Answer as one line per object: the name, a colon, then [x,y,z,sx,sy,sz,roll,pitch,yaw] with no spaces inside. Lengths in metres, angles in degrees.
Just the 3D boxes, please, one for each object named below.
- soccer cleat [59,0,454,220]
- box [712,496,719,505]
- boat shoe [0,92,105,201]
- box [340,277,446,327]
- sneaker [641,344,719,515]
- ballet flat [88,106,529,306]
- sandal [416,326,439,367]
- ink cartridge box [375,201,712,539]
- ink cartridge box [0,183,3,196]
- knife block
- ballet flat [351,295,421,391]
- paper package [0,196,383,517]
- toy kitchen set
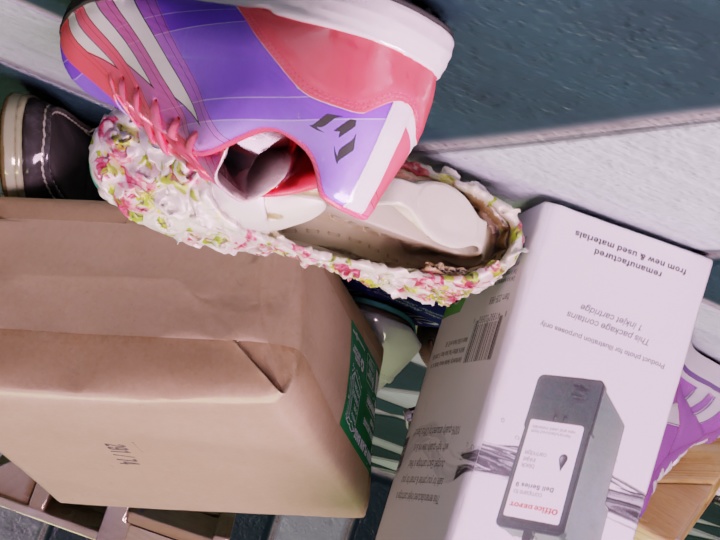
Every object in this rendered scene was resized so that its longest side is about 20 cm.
soccer cleat: [-0.051,-0.061,0.679,0.068,0.073,0.200,25,169,-39]
box: [0.232,0.128,1.377,0.198,0.050,0.200,18,172,6]
boat shoe: [-0.135,-0.040,1.025,0.066,0.072,0.201,-1,161,9]
box: [0.000,0.000,1.103,0.121,0.032,0.200,23,171,-29]
sneaker: [0.155,0.094,1.099,0.073,0.114,0.200,12,171,30]
ballet flat: [-0.013,-0.034,0.804,0.200,0.076,0.064,13,169,-34]
sandal: [0.064,0.048,1.181,0.080,0.057,0.201,25,169,-38]
ink cartridge box: [0.074,0.082,0.892,0.084,0.200,0.146,19,172,-9]
ink cartridge box: [-0.183,0.019,1.202,0.200,0.145,0.085,20,172,2]
knife block: [0.124,0.113,1.186,0.176,0.200,0.064,33,132,14]
ballet flat: [-0.013,0.055,1.157,0.069,0.069,0.200,20,172,-12]
paper package: [-0.096,0.048,0.986,0.191,0.103,0.200,2,157,13]
toy kitchen set: [-0.143,0.087,1.300,0.163,0.180,0.200,19,-173,-3]
